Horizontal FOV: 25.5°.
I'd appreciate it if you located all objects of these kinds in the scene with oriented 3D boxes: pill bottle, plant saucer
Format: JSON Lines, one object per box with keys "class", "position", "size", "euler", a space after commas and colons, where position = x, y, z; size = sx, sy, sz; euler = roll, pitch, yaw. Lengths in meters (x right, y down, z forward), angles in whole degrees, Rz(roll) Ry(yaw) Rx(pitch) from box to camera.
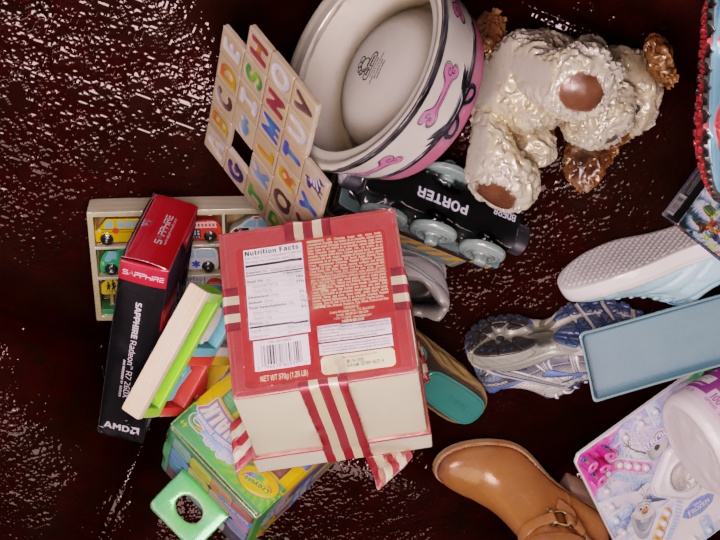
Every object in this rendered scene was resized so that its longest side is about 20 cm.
{"class": "pill bottle", "position": [0.412, 0.131, 1.592], "size": [0.199, 0.112, 0.113], "euler": [-28, 122, -14]}
{"class": "plant saucer", "position": [0.310, 0.068, 1.553], "size": [0.198, 0.019, 0.070], "euler": [-15, 98, -8]}

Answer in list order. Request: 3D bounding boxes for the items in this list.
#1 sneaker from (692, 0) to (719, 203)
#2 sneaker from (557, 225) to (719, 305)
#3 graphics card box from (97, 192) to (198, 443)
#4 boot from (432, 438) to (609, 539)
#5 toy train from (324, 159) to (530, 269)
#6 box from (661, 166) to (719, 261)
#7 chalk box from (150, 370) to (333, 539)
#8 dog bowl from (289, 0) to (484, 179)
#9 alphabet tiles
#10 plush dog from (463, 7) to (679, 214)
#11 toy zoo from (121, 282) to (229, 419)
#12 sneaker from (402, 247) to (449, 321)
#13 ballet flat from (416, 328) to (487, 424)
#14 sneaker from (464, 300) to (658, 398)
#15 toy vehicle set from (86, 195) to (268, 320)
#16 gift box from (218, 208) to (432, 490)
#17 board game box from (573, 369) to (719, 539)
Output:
{"class": "sneaker", "position": [0.347, -0.159, 1.409], "size": [0.095, 0.079, 0.202], "euler": [4, 94, 7]}
{"class": "sneaker", "position": [0.296, 0.009, 1.559], "size": [0.199, 0.074, 0.082], "euler": [-16, 117, 8]}
{"class": "graphics card box", "position": [-0.200, 0.046, 1.494], "size": [0.050, 0.126, 0.201], "euler": [14, 120, 0]}
{"class": "boot", "position": [0.172, 0.264, 1.664], "size": [0.199, 0.156, 0.077], "euler": [25, 118, -17]}
{"class": "toy train", "position": [0.059, -0.056, 1.493], "size": [0.199, 0.086, 0.114], "euler": [20, 163, -20]}
{"class": "box", "position": [0.395, -0.091, 1.488], "size": [0.137, 0.040, 0.201], "euler": [33, 96, -22]}
{"class": "chalk box", "position": [-0.109, 0.174, 1.516], "size": [0.124, 0.200, 0.124], "euler": [43, 155, 9]}
{"class": "dog bowl", "position": [0.024, -0.168, 1.375], "size": [0.074, 0.201, 0.200], "euler": [23, 120, -38]}
{"class": "alphabet tiles", "position": [-0.080, -0.114, 1.389], "size": [0.008, 0.167, 0.200], "euler": [-27, 156, -26]}
{"class": "plush dog", "position": [0.192, -0.157, 1.434], "size": [0.171, 0.161, 0.200], "euler": [8, 140, -28]}
{"class": "toy zoo", "position": [-0.146, 0.076, 1.495], "size": [0.020, 0.200, 0.132], "euler": [31, 95, 15]}
{"class": "sneaker", "position": [0.000, 0.000, 1.519], "size": [0.198, 0.087, 0.075], "euler": [9, 114, -19]}
{"class": "ballet flat", "position": [0.050, 0.090, 1.588], "size": [0.069, 0.063, 0.200], "euler": [-40, 129, 13]}
{"class": "sneaker", "position": [0.208, 0.085, 1.613], "size": [0.198, 0.077, 0.086], "euler": [-4, 132, 8]}
{"class": "toy vehicle set", "position": [-0.163, -0.011, 1.553], "size": [0.198, 0.027, 0.125], "euler": [-2, 122, -2]}
{"class": "gift box", "position": [-0.035, 0.081, 1.388], "size": [0.183, 0.201, 0.187], "euler": [-4, 153, 4]}
{"class": "board game box", "position": [0.342, 0.215, 1.674], "size": [0.199, 0.026, 0.201], "euler": [-34, 120, -8]}
